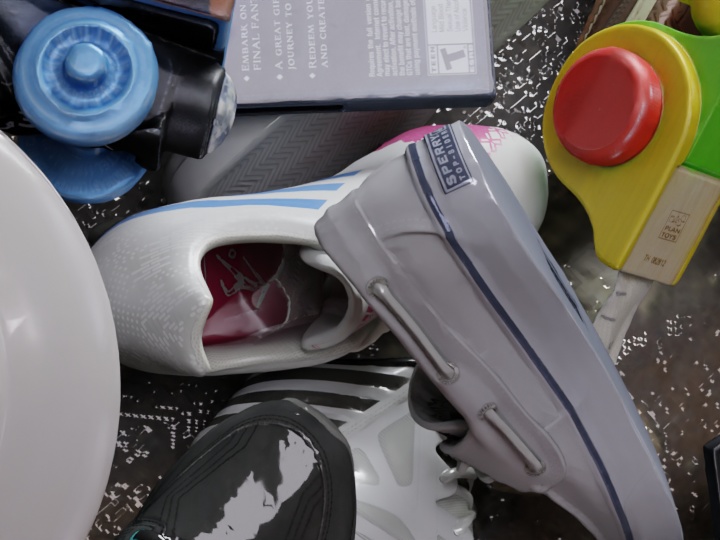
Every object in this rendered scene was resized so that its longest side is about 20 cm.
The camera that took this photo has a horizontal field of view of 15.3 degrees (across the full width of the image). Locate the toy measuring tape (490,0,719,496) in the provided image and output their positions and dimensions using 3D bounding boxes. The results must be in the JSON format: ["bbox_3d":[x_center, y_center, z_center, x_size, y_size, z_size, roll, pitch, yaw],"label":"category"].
[{"bbox_3d":[0.084,-0.020,0.961,0.073,0.074,0.201,26,100,-6],"label":"toy measuring tape"}]

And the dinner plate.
[{"bbox_3d":[-0.169,0.034,0.776,0.199,0.024,0.201,0,83,-4],"label":"dinner plate"}]

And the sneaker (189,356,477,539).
[{"bbox_3d":[0.035,0.096,0.913,0.200,0.076,0.116,32,64,0],"label":"sneaker"}]

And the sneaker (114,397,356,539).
[{"bbox_3d":[-0.067,0.127,0.827,0.075,0.079,0.200,33,86,10],"label":"sneaker"}]

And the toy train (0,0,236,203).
[{"bbox_3d":[-0.131,-0.098,0.868,0.199,0.087,0.115,14,73,-1],"label":"toy train"}]

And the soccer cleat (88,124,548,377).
[{"bbox_3d":[0.000,0.000,0.921,0.199,0.086,0.070,-16,113,-33],"label":"soccer cleat"}]

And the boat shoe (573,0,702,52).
[{"bbox_3d":[0.126,-0.129,1.053,0.075,0.075,0.203,23,64,30],"label":"boat shoe"}]

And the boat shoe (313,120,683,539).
[{"bbox_3d":[0.047,0.034,0.886,0.065,0.200,0.074,-27,36,7],"label":"boat shoe"}]

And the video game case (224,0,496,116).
[{"bbox_3d":[-0.056,-0.124,0.928,0.199,0.019,0.144,-3,79,-4],"label":"video game case"}]

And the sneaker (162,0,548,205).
[{"bbox_3d":[-0.020,-0.101,0.993,0.200,0.074,0.115,-41,64,-17],"label":"sneaker"}]

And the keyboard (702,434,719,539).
[{"bbox_3d":[0.147,0.152,0.943,0.104,0.040,0.201,-4,83,-26],"label":"keyboard"}]
